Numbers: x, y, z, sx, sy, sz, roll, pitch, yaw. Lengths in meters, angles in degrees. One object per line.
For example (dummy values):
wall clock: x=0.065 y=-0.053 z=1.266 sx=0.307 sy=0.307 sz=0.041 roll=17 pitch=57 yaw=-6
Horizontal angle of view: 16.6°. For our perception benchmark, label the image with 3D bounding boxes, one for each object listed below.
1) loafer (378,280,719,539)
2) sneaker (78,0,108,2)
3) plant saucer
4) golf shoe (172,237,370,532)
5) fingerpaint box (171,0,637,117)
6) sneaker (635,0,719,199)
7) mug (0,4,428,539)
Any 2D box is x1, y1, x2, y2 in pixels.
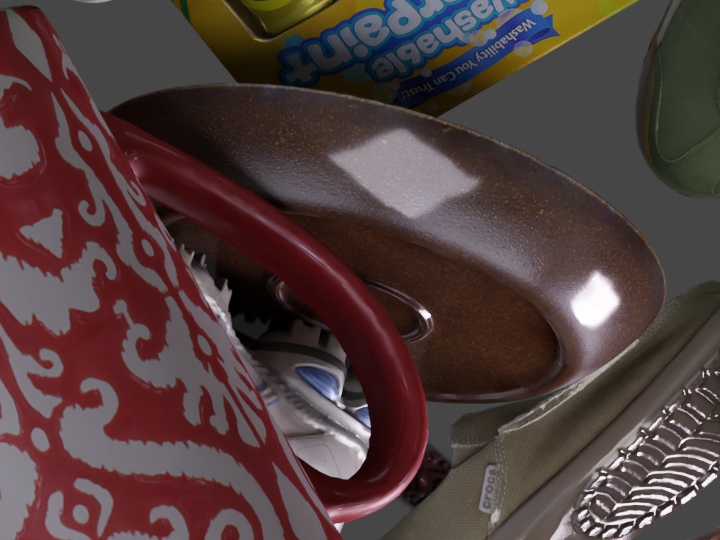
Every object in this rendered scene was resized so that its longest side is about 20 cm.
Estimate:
loafer: x=0.070 y=0.071 z=0.899 sx=0.200 sy=0.068 sz=0.076 roll=-46 pitch=146 yaw=13
sneaker: x=-0.047 y=-0.109 z=0.695 sx=0.199 sy=0.081 sz=0.076 roll=-6 pitch=121 yaw=11
plant saucer: x=0.000 y=0.000 z=0.817 sx=0.199 sy=0.032 sz=0.200 roll=14 pitch=159 yaw=6
golf shoe: x=-0.074 y=0.044 z=0.802 sx=0.199 sy=0.098 sz=0.078 roll=31 pitch=155 yaw=-31
fingerpaint box: x=0.021 y=-0.146 z=0.755 sx=0.199 sy=0.074 sz=0.167 roll=-28 pitch=118 yaw=21
sneaker: x=0.153 y=-0.085 z=0.777 sx=0.067 sy=0.090 sz=0.200 roll=28 pitch=122 yaw=-16
mug: x=-0.085 y=0.034 z=0.711 sx=0.133 sy=0.177 sz=0.201 roll=-27 pitch=92 yaw=27
